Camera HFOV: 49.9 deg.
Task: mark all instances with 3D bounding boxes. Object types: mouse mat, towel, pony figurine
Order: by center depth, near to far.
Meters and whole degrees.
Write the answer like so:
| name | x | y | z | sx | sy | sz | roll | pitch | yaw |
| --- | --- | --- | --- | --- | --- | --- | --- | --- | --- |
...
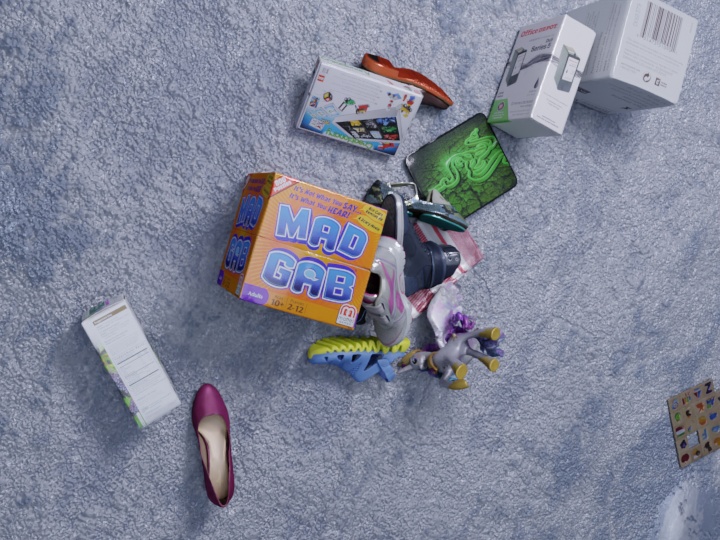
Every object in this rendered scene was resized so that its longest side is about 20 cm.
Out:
| name | x | y | z | sx | sy | sz | roll | pitch | yaw |
| --- | --- | --- | --- | --- | --- | --- | --- | --- | --- |
| pony figurine | 0.175 | 0.138 | 1.434 | 0.193 | 0.199 | 0.168 | -43 | 113 | -24 |
| towel | 0.130 | -0.021 | 1.478 | 0.199 | 0.023 | 0.145 | -40 | 106 | -12 |
| mouse mat | 0.196 | -0.190 | 1.481 | 0.199 | 0.008 | 0.162 | -32 | 98 | -18 |

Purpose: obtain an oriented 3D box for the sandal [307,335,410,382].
| name | x | y | z | sx | sy | sz | roll | pitch | yaw |
| --- | --- | --- | --- | --- | --- | --- | --- | --- | --- |
| sandal | -0.002 | 0.165 | 1.420 | 0.197 | 0.079 | 0.089 | 2 | 99 | -19 |

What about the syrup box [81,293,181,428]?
| name | x | y | z | sx | sy | sz | roll | pitch | yaw |
| --- | --- | --- | --- | --- | --- | --- | --- | --- | --- |
| syrup box | -0.377 | 0.146 | 1.274 | 0.081 | 0.079 | 0.202 | -29 | 105 | -15 |

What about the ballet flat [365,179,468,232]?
| name | x | y | z | sx | sy | sz | roll | pitch | yaw |
| --- | --- | --- | --- | --- | --- | --- | --- | --- | --- |
| ballet flat | 0.109 | -0.124 | 1.421 | 0.197 | 0.074 | 0.075 | 13 | 91 | -9 |

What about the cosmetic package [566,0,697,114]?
| name | x | y | z | sx | sy | sz | roll | pitch | yaw |
| --- | --- | --- | --- | --- | --- | --- | --- | --- | --- |
| cosmetic package | 0.496 | -0.410 | 1.481 | 0.163 | 0.200 | 0.168 | 15 | 90 | -21 |

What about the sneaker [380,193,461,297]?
| name | x | y | z | sx | sy | sz | roll | pitch | yaw |
| --- | --- | --- | --- | --- | --- | --- | --- | --- | --- |
| sneaker | 0.108 | -0.055 | 1.395 | 0.144 | 0.077 | 0.205 | -15 | 120 | -21 |

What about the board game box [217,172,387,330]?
| name | x | y | z | sx | sy | sz | roll | pitch | yaw |
| --- | --- | --- | --- | --- | --- | --- | --- | --- | --- |
| board game box | -0.103 | -0.036 | 1.292 | 0.197 | 0.199 | 0.203 | 17 | 90 | -22 |

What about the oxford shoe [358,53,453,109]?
| name | x | y | z | sx | sy | sz | roll | pitch | yaw |
| --- | --- | --- | --- | --- | --- | --- | --- | --- | --- |
| oxford shoe | 0.078 | -0.328 | 1.415 | 0.197 | 0.072 | 0.073 | 17 | 117 | -24 |

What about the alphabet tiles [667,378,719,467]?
| name | x | y | z | sx | sy | sz | roll | pitch | yaw |
| --- | --- | --- | --- | --- | --- | --- | --- | --- | --- |
| alphabet tiles | 0.793 | 0.337 | 1.770 | 0.197 | 0.008 | 0.170 | -19 | 101 | -18 |

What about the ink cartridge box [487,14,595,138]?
| name | x | y | z | sx | sy | sz | roll | pitch | yaw |
| --- | --- | --- | --- | --- | --- | --- | --- | --- | --- |
| ink cartridge box | 0.338 | -0.360 | 1.454 | 0.083 | 0.145 | 0.203 | 20 | 88 | -25 |

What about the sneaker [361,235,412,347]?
| name | x | y | z | sx | sy | sz | roll | pitch | yaw |
| --- | --- | --- | --- | --- | --- | --- | --- | --- | --- |
| sneaker | 0.031 | 0.047 | 1.345 | 0.088 | 0.081 | 0.203 | -30 | 120 | -42 |

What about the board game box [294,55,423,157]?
| name | x | y | z | sx | sy | sz | roll | pitch | yaw |
| --- | --- | --- | --- | --- | --- | --- | --- | --- | --- |
| board game box | -0.003 | -0.286 | 1.364 | 0.197 | 0.035 | 0.127 | 13 | 122 | -21 |

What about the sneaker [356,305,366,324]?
| name | x | y | z | sx | sy | sz | roll | pitch | yaw |
| --- | --- | --- | --- | --- | --- | --- | --- | --- | --- |
| sneaker | 0.000 | 0.000 | 1.414 | 0.077 | 0.070 | 0.203 | 25 | 79 | -44 |

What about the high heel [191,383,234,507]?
| name | x | y | z | sx | sy | sz | roll | pitch | yaw |
| --- | --- | --- | --- | --- | --- | --- | --- | --- | --- |
| high heel | -0.246 | 0.299 | 1.328 | 0.066 | 0.096 | 0.203 | -12 | 99 | -19 |
